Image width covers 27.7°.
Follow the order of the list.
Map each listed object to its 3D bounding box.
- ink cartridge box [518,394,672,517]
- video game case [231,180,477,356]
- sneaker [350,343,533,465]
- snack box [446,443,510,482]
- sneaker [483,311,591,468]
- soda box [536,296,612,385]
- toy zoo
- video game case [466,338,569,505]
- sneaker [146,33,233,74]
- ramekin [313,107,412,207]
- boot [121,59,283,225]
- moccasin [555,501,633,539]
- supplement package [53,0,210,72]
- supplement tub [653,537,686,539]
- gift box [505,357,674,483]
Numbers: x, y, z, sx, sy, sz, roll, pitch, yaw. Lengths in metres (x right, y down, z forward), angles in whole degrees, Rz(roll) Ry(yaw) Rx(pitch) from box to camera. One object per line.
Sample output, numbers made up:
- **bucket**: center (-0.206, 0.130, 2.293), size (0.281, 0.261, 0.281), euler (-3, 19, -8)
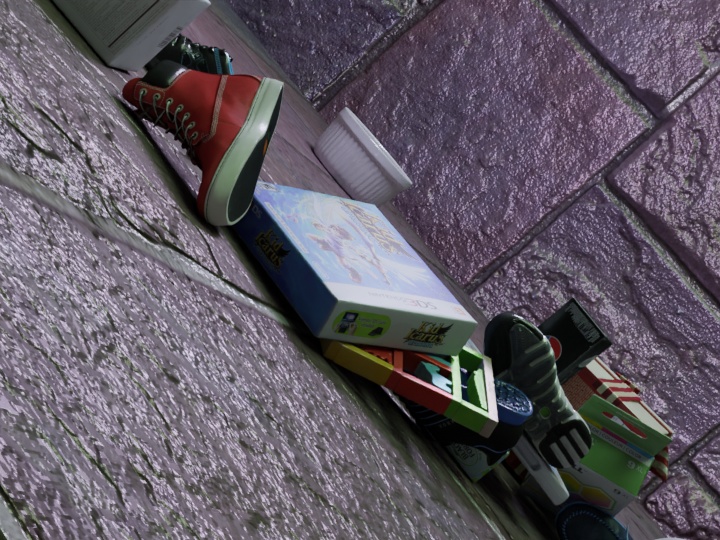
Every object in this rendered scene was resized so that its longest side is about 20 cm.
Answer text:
- **ink cartridge box**: center (0.263, 0.224, 1.658), size (0.104, 0.059, 0.200), euler (31, -30, 3)
- **video game case**: center (-0.012, -0.005, 1.368), size (0.181, 0.046, 0.200), euler (11, 29, -43)
- **sneaker**: center (0.066, 0.121, 1.429), size (0.199, 0.078, 0.070), euler (28, 25, 3)
- **snack box**: center (0.082, 0.125, 1.554), size (0.200, 0.053, 0.142), euler (52, 7, 7)
- **sneaker**: center (0.164, 0.109, 1.516), size (0.200, 0.075, 0.116), euler (62, -2, -29)
- **soda box**: center (0.204, 0.123, 1.755), size (0.063, 0.200, 0.071), euler (53, 7, 19)
- **toy zoo**: center (0.033, 0.074, 1.348), size (0.199, 0.021, 0.131), euler (27, 21, -10)
- **video game case**: center (0.152, 0.145, 1.592), size (0.183, 0.022, 0.200), euler (52, 6, -15)
- **sneaker**: center (-0.196, -0.242, 1.705), size (0.200, 0.082, 0.073), euler (47, 8, -11)
- **ramekin**: center (-0.001, -0.208, 2.840), size (0.200, 0.105, 0.200), euler (48, 6, -7)
- **boot**: center (-0.159, -0.120, 1.331), size (0.144, 0.073, 0.200), euler (12, 39, 0)
- **moccasin**: center (0.297, 0.343, 1.643), size (0.200, 0.080, 0.068), euler (47, 10, -12)
- **supplement package**: center (-0.266, -0.316, 1.485), size (0.200, 0.114, 0.110), euler (50, 7, 1)
- **supplement tub**: center (0.320, 0.359, 1.376), size (0.200, 0.145, 0.145), euler (45, 7, -33)
- **gift box**: center (0.284, 0.223, 1.859), size (0.200, 0.184, 0.187), euler (50, 12, 15)
